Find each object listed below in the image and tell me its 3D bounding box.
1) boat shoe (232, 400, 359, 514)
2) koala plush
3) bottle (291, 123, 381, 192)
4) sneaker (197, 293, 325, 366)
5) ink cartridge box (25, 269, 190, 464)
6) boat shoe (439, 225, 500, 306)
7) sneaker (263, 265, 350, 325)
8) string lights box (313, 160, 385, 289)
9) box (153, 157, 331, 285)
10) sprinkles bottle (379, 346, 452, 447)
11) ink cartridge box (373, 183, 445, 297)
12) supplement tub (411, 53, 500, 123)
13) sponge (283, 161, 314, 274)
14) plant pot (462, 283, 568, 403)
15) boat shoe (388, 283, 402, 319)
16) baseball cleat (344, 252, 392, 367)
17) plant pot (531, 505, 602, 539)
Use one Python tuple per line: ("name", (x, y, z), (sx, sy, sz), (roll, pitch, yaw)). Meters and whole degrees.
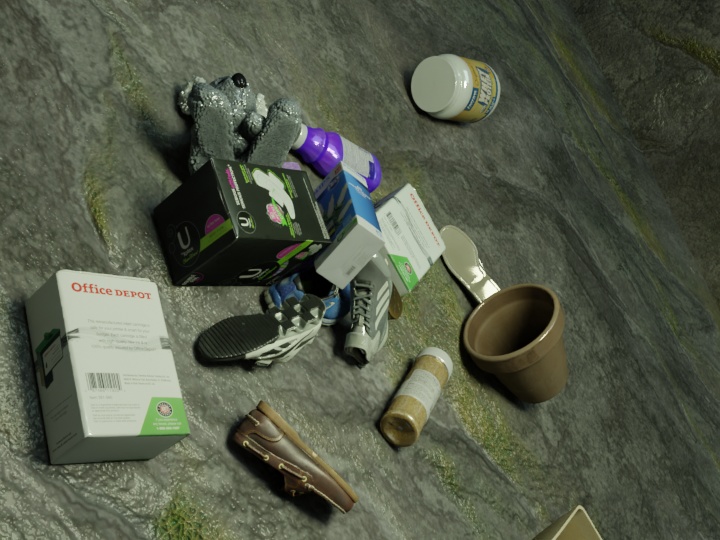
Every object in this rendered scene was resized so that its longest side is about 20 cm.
("boat shoe", (-0.088, 0.265, 1.254), (0.200, 0.070, 0.071), (45, 72, -12))
("koala plush", (-0.205, -0.232, 1.454), (0.174, 0.186, 0.202), (5, 38, -24))
("bottle", (-0.049, -0.207, 1.696), (0.198, 0.065, 0.085), (24, 44, -39))
("sneaker", (-0.138, 0.106, 1.316), (0.197, 0.090, 0.074), (-16, 46, -32))
("ink cartridge box", (-0.297, 0.113, 1.088), (0.145, 0.084, 0.203), (10, 54, -48))
("boat shoe", (0.218, 0.002, 1.889), (0.202, 0.072, 0.063), (57, -10, 10))
("sneaker", (-0.057, 0.036, 1.458), (0.199, 0.089, 0.080), (-4, 65, -56))
("string lights box", (-0.029, -0.074, 1.444), (0.059, 0.103, 0.201), (33, 22, -28))
("box", (-0.169, -0.063, 1.344), (0.198, 0.148, 0.126), (2, 61, -52))
("sprinkles bottle", (0.095, 0.204, 1.530), (0.069, 0.068, 0.200), (50, 34, -8))
("ink cartridge box", (0.061, -0.050, 1.675), (0.148, 0.082, 0.200), (60, 32, -8))
("supplement tub", (0.219, -0.419, 2.149), (0.198, 0.144, 0.147), (-6, 66, -53))
("sponge", (-0.107, -0.088, 1.524), (0.111, 0.030, 0.203), (-5, 65, -53))
("plant pot", (0.316, 0.155, 1.774), (0.176, 0.197, 0.202), (57, 29, -29))
("boat shoe", (0.000, 0.000, 1.563), (0.203, 0.064, 0.073), (63, 29, -8))
("baseball cleat", (0.011, 0.064, 1.464), (0.107, 0.068, 0.203), (-60, 149, -49))
("plant pot", (0.287, 0.514, 1.415), (0.199, 0.176, 0.202), (-20, 78, -56))
